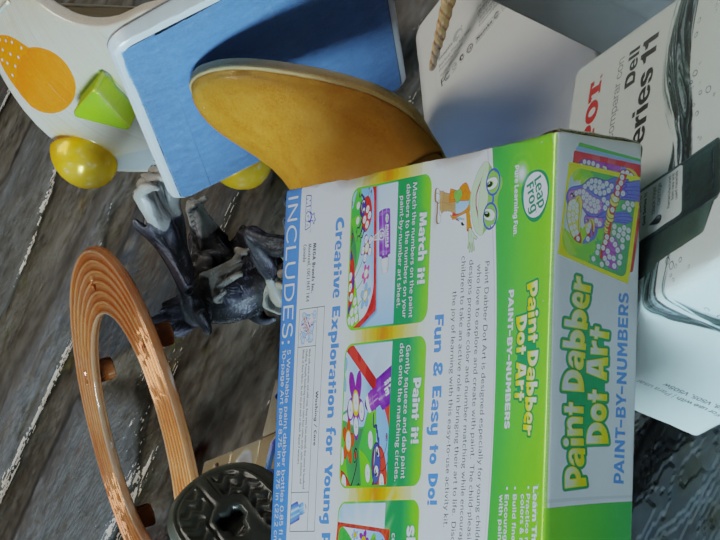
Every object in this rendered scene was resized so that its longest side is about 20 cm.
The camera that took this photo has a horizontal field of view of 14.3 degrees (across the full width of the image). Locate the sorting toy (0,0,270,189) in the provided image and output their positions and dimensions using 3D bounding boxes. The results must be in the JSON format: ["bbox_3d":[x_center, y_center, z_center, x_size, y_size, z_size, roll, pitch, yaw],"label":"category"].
[{"bbox_3d":[-0.076,-0.115,1.547,0.180,0.200,0.107,-24,70,59],"label":"sorting toy"}]

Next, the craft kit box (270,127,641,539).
[{"bbox_3d":[0.032,0.056,1.114,0.198,0.049,0.200,-9,77,61],"label":"craft kit box"}]

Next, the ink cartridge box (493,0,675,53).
[{"bbox_3d":[0.104,-0.222,1.280,0.145,0.145,0.200,-47,31,38],"label":"ink cartridge box"}]

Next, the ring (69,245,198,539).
[{"bbox_3d":[-0.111,0.084,1.489,0.200,0.019,0.200,165,90,-72],"label":"ring"}]

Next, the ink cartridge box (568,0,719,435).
[{"bbox_3d":[0.159,-0.041,1.075,0.200,0.083,0.147,-36,38,52],"label":"ink cartridge box"}]

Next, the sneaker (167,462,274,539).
[{"bbox_3d":[-0.006,0.180,1.249,0.076,0.114,0.199,-37,54,-9],"label":"sneaker"}]

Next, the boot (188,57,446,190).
[{"bbox_3d":[0.000,0.000,1.239,0.071,0.201,0.144,104,-174,-71],"label":"boot"}]

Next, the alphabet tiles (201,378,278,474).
[{"bbox_3d":[-0.044,0.125,1.453,0.200,0.008,0.167,-26,46,56],"label":"alphabet tiles"}]

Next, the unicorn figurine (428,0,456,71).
[{"bbox_3d":[0.034,-0.224,1.422,0.200,0.137,0.074,-60,8,-27],"label":"unicorn figurine"}]

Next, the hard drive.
[{"bbox_3d":[0.076,-0.092,1.371,0.132,0.026,0.200,-51,28,33],"label":"hard drive"}]

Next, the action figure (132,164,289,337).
[{"bbox_3d":[-0.049,-0.022,1.467,0.200,0.119,0.102,-9,102,58],"label":"action figure"}]

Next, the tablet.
[{"bbox_3d":[-0.043,-0.096,1.308,0.014,0.130,0.200,62,175,17],"label":"tablet"}]
